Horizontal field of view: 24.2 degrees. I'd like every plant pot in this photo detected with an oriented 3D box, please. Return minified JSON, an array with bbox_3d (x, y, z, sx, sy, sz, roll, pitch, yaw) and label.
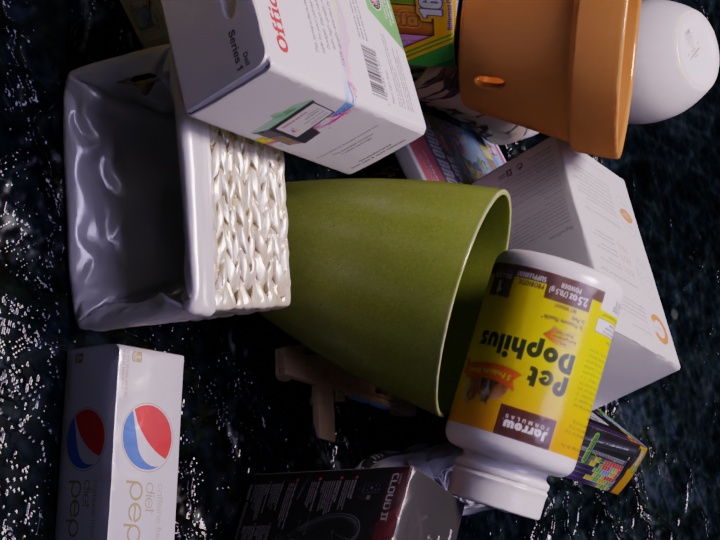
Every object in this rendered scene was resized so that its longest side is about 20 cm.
[{"bbox_3d":[0.000,0.000,1.361,0.187,0.199,0.188,16,90,-75],"label":"plant pot"},{"bbox_3d":[0.162,-0.200,1.427,0.200,0.139,0.202,5,90,-78],"label":"plant pot"}]

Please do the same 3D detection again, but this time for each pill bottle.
[{"bbox_3d":[0.134,0.092,1.341,0.109,0.109,0.201,22,82,-45],"label":"pill bottle"}]

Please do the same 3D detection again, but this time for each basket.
[{"bbox_3d":[-0.136,-0.058,1.276,0.123,0.135,0.202,2,82,-51],"label":"basket"}]

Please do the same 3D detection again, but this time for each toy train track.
[{"bbox_3d":[-0.018,0.101,1.468,0.200,0.032,0.116,22,60,-51],"label":"toy train track"}]

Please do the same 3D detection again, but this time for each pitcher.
[{"bbox_3d":[0.246,-0.190,1.690,0.172,0.199,0.122,-51,120,-39],"label":"pitcher"}]

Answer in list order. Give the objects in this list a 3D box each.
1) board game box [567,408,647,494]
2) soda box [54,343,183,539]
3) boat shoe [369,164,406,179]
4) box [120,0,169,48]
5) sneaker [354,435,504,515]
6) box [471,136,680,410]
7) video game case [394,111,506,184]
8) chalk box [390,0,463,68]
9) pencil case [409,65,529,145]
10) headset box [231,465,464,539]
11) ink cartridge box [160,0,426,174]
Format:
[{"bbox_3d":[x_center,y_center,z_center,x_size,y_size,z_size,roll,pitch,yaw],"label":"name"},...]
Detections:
[{"bbox_3d":[0.140,0.114,1.517,0.165,0.200,0.057,22,103,-47],"label":"board game box"},{"bbox_3d":[-0.179,0.158,1.242,0.068,0.063,0.202,15,72,-47],"label":"soda box"},{"bbox_3d":[0.035,-0.061,1.528,0.200,0.070,0.071,-3,70,-58],"label":"boat shoe"},{"bbox_3d":[-0.150,-0.294,1.323,0.112,0.101,0.201,-44,116,-44],"label":"box"},{"bbox_3d":[0.078,0.189,1.496,0.199,0.114,0.076,-14,94,-49],"label":"sneaker"},{"bbox_3d":[0.190,0.003,1.486,0.124,0.097,0.201,26,43,-47],"label":"box"},{"bbox_3d":[0.098,-0.080,1.551,0.199,0.017,0.144,15,44,-54],"label":"video game case"},{"bbox_3d":[-0.005,-0.260,1.430,0.125,0.198,0.125,-68,159,-49],"label":"chalk box"},{"bbox_3d":[0.091,-0.175,1.555,0.199,0.089,0.078,18,86,-50],"label":"pencil case"},{"bbox_3d":[-0.015,0.237,1.315,0.077,0.199,0.150,39,55,-39],"label":"headset box"},{"bbox_3d":[-0.052,-0.170,1.241,0.199,0.084,0.146,16,54,-54],"label":"ink cartridge box"}]
